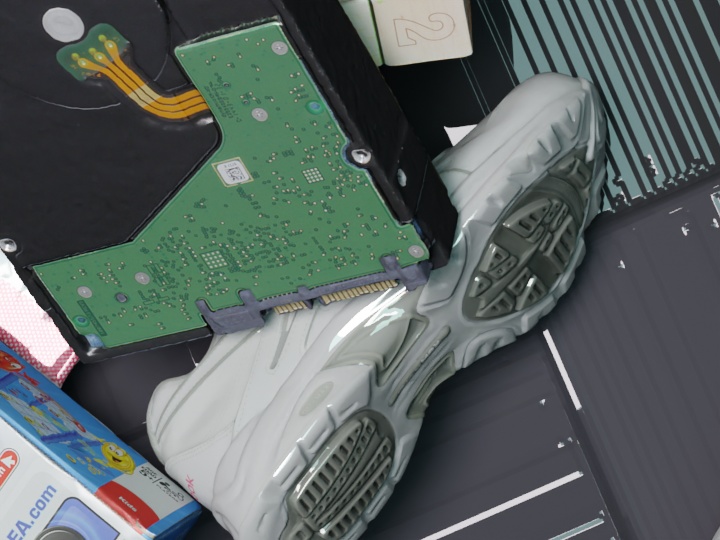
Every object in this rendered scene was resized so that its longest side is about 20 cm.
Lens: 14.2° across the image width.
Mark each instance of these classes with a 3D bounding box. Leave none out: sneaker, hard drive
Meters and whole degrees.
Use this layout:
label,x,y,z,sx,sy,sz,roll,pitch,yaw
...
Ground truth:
label,x,y,z,sx,sy,sz,roll,pitch,yaw
sneaker,0.000,0.000,0.972,0.099,0.078,0.200,33,73,34
hard drive,-0.072,-0.063,0.885,0.139,0.038,0.200,-13,128,26

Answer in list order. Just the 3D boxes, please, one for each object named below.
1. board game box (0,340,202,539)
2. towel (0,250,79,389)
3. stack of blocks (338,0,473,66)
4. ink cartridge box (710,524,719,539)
label,x,y,z,sx,sy,sz,roll,pitch,yaw
board game box,-0.189,0.099,0.982,0.196,0.056,0.200,39,105,8
towel,-0.138,-0.031,1.019,0.146,0.030,0.200,35,90,8
stack of blocks,-0.066,-0.115,0.944,0.199,0.059,0.115,-7,44,7
ink cartridge box,0.185,0.110,0.941,0.146,0.083,0.200,32,92,8
